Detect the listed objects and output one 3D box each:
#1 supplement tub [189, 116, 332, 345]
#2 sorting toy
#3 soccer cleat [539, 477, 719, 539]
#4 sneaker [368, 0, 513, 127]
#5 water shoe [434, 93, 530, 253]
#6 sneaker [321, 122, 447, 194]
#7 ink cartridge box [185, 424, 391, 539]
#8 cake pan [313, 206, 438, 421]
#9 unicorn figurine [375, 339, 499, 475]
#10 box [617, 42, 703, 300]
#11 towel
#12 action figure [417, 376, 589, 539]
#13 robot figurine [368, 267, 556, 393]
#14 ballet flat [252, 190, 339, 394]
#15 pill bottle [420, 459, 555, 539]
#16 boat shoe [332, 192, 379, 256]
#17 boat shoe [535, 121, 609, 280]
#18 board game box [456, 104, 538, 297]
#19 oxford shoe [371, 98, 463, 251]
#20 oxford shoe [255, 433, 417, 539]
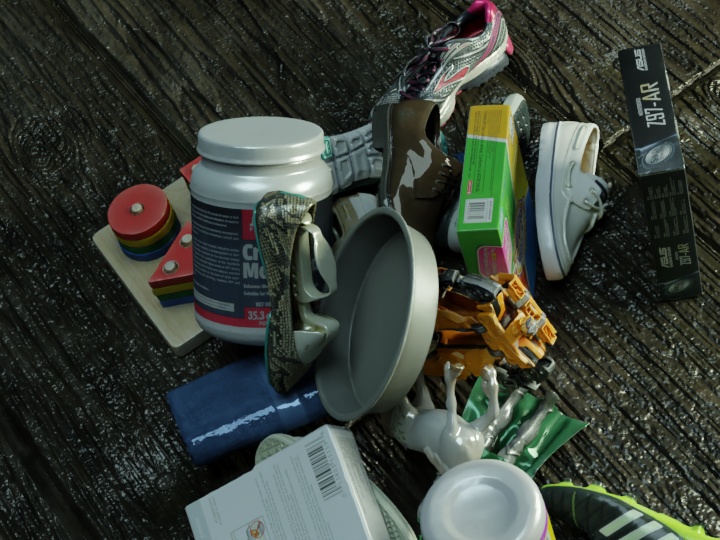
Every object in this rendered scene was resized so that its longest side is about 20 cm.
[{"bbox_3d":[-0.096,-0.039,1.765,0.139,0.201,0.140,0,18,0],"label":"supplement tub"},{"bbox_3d":[-0.168,-0.042,1.915,0.198,0.070,0.200,-34,52,-10],"label":"sorting toy"},{"bbox_3d":[0.239,0.244,1.583,0.199,0.068,0.081,19,74,27],"label":"soccer cleat"},{"bbox_3d":[0.080,-0.220,1.975,0.080,0.075,0.200,33,69,34],"label":"sneaker"},{"bbox_3d":[0.115,-0.110,1.883,0.079,0.072,0.201,11,57,26],"label":"water shoe"},{"bbox_3d":[-0.004,-0.121,1.911,0.199,0.078,0.091,-9,1,-26],"label":"sneaker"},{"bbox_3d":[-0.054,0.268,1.631,0.173,0.043,0.201,-31,65,23],"label":"ink cartridge box"},{"bbox_3d":[0.015,0.043,1.658,0.037,0.200,0.201,13,47,-24],"label":"cake pan"},{"bbox_3d":[0.074,0.145,1.628,0.073,0.138,0.200,4,12,-21],"label":"unicorn figurine"},{"bbox_3d":[0.290,-0.093,1.735,0.043,0.200,0.161,-10,52,9],"label":"box"},{"bbox_3d":[-0.085,0.123,1.767,0.199,0.049,0.112,-22,33,-4],"label":"towel"},{"bbox_3d":[0.111,0.189,1.670,0.118,0.055,0.200,25,68,27],"label":"action figure"},{"bbox_3d":[0.100,0.049,1.674,0.200,0.145,0.058,-5,38,53],"label":"robot figurine"},{"bbox_3d":[-0.056,0.025,1.677,0.075,0.201,0.068,5,19,24],"label":"ballet flat"},{"bbox_3d":[0.119,0.252,1.521,0.104,0.200,0.105,-8,51,10],"label":"pill bottle"},{"bbox_3d":[0.000,0.000,1.827,0.068,0.075,0.201,1,41,-2],"label":"boat shoe"},{"bbox_3d":[0.218,-0.075,1.831,0.069,0.071,0.201,-5,46,16],"label":"boat shoe"},{"bbox_3d":[0.135,-0.037,1.738,0.040,0.200,0.154,-2,54,14],"label":"board game box"},{"bbox_3d":[0.063,-0.083,1.812,0.084,0.073,0.201,-11,73,18],"label":"oxford shoe"},{"bbox_3d":[-0.014,0.214,1.683,0.200,0.058,0.076,33,108,33],"label":"oxford shoe"}]
